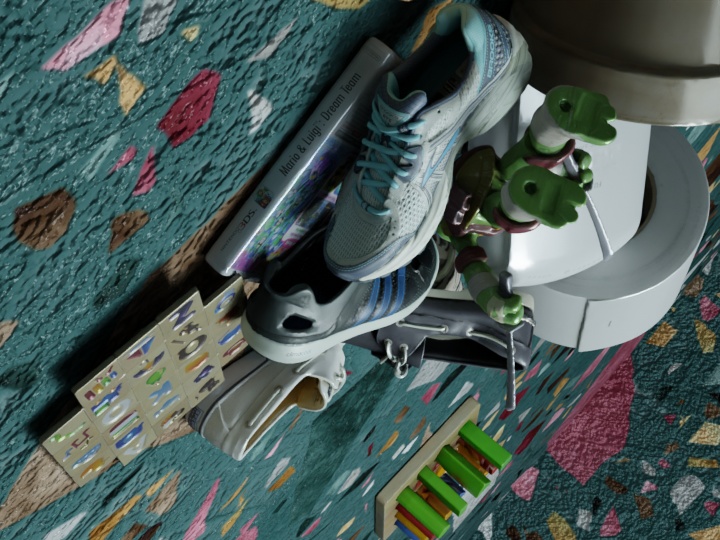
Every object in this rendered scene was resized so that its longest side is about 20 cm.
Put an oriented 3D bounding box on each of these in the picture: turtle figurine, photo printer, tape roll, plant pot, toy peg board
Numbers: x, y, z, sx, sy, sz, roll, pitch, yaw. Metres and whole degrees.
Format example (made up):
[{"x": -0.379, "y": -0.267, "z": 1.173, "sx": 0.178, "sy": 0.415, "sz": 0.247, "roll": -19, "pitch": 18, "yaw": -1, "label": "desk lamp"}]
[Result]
[{"x": 0.132, "y": -0.035, "z": 0.949, "sx": 0.144, "sy": 0.200, "sz": 0.194, "roll": -29, "pitch": 173, "yaw": -18, "label": "turtle figurine"}, {"x": 0.161, "y": -0.086, "z": 1.093, "sx": 0.166, "sy": 0.069, "sz": 0.201, "roll": -16, "pitch": 120, "yaw": -33, "label": "photo printer"}, {"x": 0.214, "y": -0.043, "z": 1.256, "sx": 0.203, "sy": 0.203, "sz": 0.139, "roll": -46, "pitch": 162, "yaw": -13, "label": "tape roll"}, {"x": 0.212, "y": -0.223, "z": 0.952, "sx": 0.200, "sy": 0.200, "sz": 0.174, "roll": -32, "pitch": 140, "yaw": -44, "label": "plant pot"}, {"x": 0.123, "y": 0.311, "z": 1.922, "sx": 0.200, "sy": 0.098, "sz": 0.199, "roll": -44, "pitch": 161, "yaw": -18, "label": "toy peg board"}]

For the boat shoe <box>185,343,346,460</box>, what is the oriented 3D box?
[{"x": -0.047, "y": 0.083, "z": 1.089, "sx": 0.200, "sy": 0.070, "sz": 0.071, "roll": -36, "pitch": 157, "yaw": -38, "label": "boat shoe"}]

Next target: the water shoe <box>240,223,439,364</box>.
[{"x": 0.000, "y": 0.000, "z": 0.961, "sx": 0.200, "sy": 0.071, "sz": 0.079, "roll": -33, "pitch": 154, "yaw": -45, "label": "water shoe"}]

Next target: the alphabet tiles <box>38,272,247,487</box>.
[{"x": -0.140, "y": 0.078, "z": 0.922, "sx": 0.166, "sy": 0.006, "sz": 0.200, "roll": -41, "pitch": 165, "yaw": -15, "label": "alphabet tiles"}]

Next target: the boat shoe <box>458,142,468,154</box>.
[{"x": 0.155, "y": -0.136, "z": 1.149, "sx": 0.200, "sy": 0.068, "sz": 0.072, "roll": -29, "pitch": 154, "yaw": -41, "label": "boat shoe"}]

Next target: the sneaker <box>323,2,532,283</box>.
[{"x": 0.026, "y": -0.087, "z": 0.870, "sx": 0.200, "sy": 0.077, "sz": 0.086, "roll": -59, "pitch": 151, "yaw": 3, "label": "sneaker"}]

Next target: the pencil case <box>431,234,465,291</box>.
[{"x": 0.052, "y": 0.004, "z": 1.156, "sx": 0.090, "sy": 0.078, "sz": 0.200, "roll": -61, "pitch": 165, "yaw": -13, "label": "pencil case"}]

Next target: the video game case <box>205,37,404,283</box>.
[{"x": -0.012, "y": -0.064, "z": 0.957, "sx": 0.182, "sy": 0.024, "sz": 0.200, "roll": -52, "pitch": 163, "yaw": 7, "label": "video game case"}]

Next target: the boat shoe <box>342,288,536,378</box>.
[{"x": 0.040, "y": 0.050, "z": 1.053, "sx": 0.199, "sy": 0.063, "sz": 0.073, "roll": 0, "pitch": 162, "yaw": -6, "label": "boat shoe"}]
